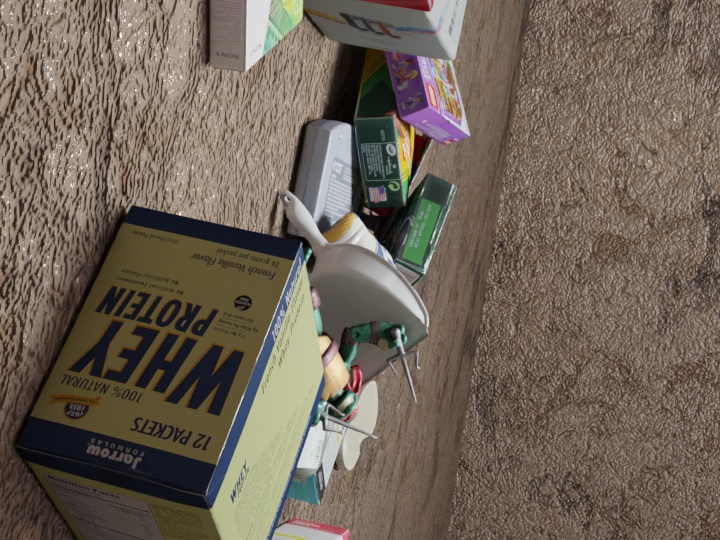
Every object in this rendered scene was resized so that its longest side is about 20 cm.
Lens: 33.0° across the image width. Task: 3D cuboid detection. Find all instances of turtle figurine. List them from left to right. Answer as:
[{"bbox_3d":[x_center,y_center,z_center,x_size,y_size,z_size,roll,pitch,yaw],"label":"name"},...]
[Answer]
[{"bbox_3d":[-0.036,0.086,1.133,0.201,0.100,0.150,55,48,-23],"label":"turtle figurine"}]

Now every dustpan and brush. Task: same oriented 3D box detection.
[{"bbox_3d":[-0.025,0.006,1.215,0.139,0.200,0.057,-39,-177,40],"label":"dustpan and brush"}]

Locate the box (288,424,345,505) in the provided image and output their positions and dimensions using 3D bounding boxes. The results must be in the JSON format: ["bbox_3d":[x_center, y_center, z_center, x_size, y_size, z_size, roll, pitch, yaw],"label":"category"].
[{"bbox_3d":[-0.047,0.182,1.519,0.083,0.049,0.201,86,19,-51],"label":"box"}]

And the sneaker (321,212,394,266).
[{"bbox_3d":[0.000,0.000,1.353,0.075,0.088,0.200,-42,172,1],"label":"sneaker"}]

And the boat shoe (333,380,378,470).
[{"bbox_3d":[-0.021,0.206,1.638,0.200,0.059,0.073,-57,140,-63],"label":"boat shoe"}]

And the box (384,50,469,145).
[{"bbox_3d":[0.065,-0.256,1.394,0.137,0.039,0.203,19,56,-65],"label":"box"}]

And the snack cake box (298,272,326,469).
[{"bbox_3d":[-0.067,0.109,1.315,0.115,0.066,0.203,43,59,-74],"label":"snack cake box"}]

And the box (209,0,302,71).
[{"bbox_3d":[-0.079,-0.278,0.972,0.145,0.036,0.202,-59,158,-57],"label":"box"}]

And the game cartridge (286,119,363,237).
[{"bbox_3d":[-0.034,-0.098,1.357,0.200,0.040,0.135,13,92,-78],"label":"game cartridge"}]

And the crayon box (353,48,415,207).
[{"bbox_3d":[0.033,-0.185,1.433,0.201,0.050,0.128,-82,167,-48],"label":"crayon box"}]

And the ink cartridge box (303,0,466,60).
[{"bbox_3d":[0.026,-0.306,1.173,0.200,0.143,0.147,24,78,-78],"label":"ink cartridge box"}]

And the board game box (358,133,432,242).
[{"bbox_3d":[0.041,-0.121,1.547,0.202,0.039,0.158,-65,-174,-8],"label":"board game box"}]

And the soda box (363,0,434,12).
[{"bbox_3d":[-0.044,-0.226,0.790,0.063,0.197,0.071,51,52,-75],"label":"soda box"}]

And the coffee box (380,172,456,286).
[{"bbox_3d":[0.049,-0.023,1.472,0.200,0.044,0.124,130,-17,-67],"label":"coffee box"}]

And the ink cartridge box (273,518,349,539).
[{"bbox_3d":[-0.083,0.389,1.458,0.200,0.082,0.147,14,87,-78],"label":"ink cartridge box"}]

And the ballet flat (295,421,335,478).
[{"bbox_3d":[-0.050,0.147,1.439,0.064,0.067,0.202,70,32,-53],"label":"ballet flat"}]

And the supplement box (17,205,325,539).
[{"bbox_3d":[-0.123,0.101,0.882,0.201,0.133,0.202,84,21,-56],"label":"supplement box"}]
